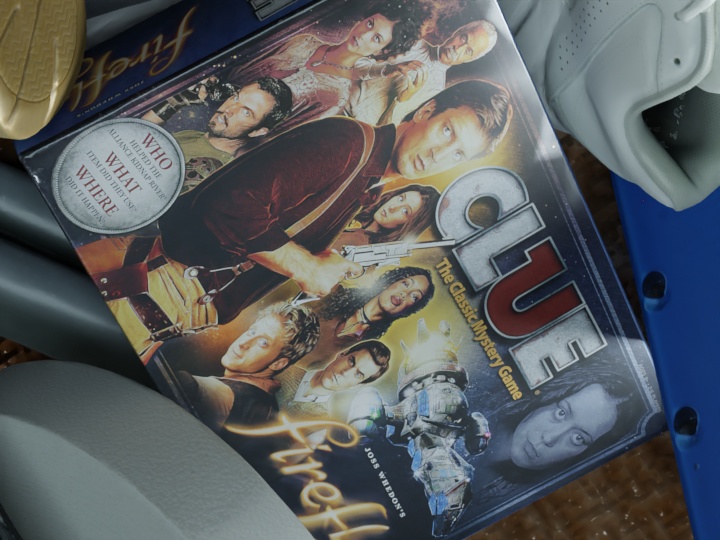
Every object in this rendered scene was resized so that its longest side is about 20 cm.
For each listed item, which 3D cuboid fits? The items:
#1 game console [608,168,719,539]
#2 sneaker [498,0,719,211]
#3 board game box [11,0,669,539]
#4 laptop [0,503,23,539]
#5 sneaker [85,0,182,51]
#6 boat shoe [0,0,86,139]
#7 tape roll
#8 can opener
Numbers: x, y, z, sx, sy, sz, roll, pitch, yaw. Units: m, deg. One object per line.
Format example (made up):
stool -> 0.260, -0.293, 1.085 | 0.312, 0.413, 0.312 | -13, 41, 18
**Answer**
game console -> 0.187, 0.012, 0.827 | 0.170, 0.201, 0.118 | 6, 150, -29
sneaker -> 0.095, -0.100, 0.770 | 0.078, 0.099, 0.201 | -26, 143, -22
board game box -> 0.000, 0.000, 0.811 | 0.135, 0.035, 0.200 | -28, 128, 0
laptop -> -0.172, 0.116, 0.822 | 0.103, 0.200, 0.178 | -28, 82, -30
sneaker -> -0.055, -0.131, 0.780 | 0.199, 0.078, 0.112 | -24, 123, 2
boat shoe -> -0.128, -0.124, 0.698 | 0.069, 0.071, 0.201 | 5, 122, 27
tape roll -> -0.070, 0.124, 0.837 | 0.037, 0.202, 0.204 | -33, 118, -40
can opener -> -0.127, -0.008, 0.852 | 0.199, 0.053, 0.067 | 20, 142, -11
